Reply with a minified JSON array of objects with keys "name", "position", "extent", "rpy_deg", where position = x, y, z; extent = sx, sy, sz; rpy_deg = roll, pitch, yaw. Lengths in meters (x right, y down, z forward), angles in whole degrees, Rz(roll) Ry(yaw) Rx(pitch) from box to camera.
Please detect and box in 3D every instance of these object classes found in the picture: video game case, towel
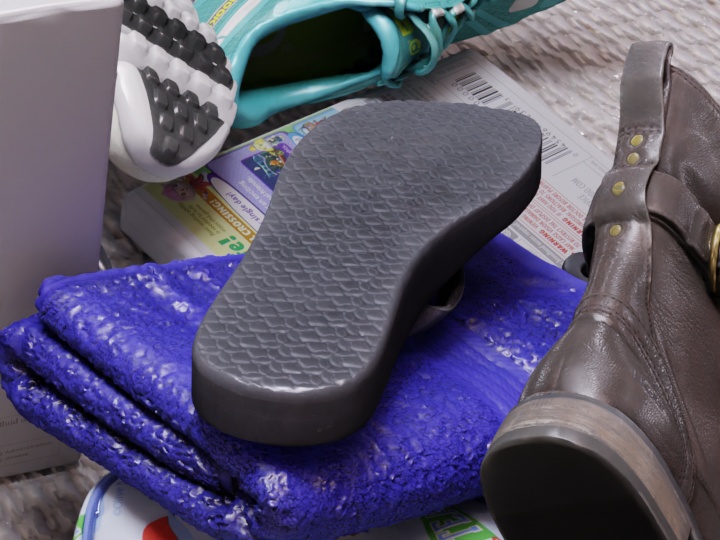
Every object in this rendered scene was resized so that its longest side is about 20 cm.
[{"name":"video game case","position":[0.040,0.003,1.071],"extent":[0.182,0.022,0.200],"rpy_deg":[-25,53,-34]},{"name":"towel","position":[-0.001,0.028,0.928],"extent":[0.200,0.050,0.147],"rpy_deg":[-13,29,-43]}]

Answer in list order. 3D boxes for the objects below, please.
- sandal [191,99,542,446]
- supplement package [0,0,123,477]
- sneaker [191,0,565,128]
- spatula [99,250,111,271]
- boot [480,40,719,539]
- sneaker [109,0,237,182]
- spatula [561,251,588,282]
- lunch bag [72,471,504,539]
[{"name":"sandal","position":[-0.001,0.000,0.903],"extent":[0.076,0.043,0.200],"rpy_deg":[14,35,20]},{"name":"supplement package","position":[-0.159,-0.035,0.937],"extent":[0.121,0.201,0.120],"rpy_deg":[-10,45,-23]},{"name":"sneaker","position":[0.019,-0.103,1.134],"extent":[0.199,0.078,0.080],"rpy_deg":[-22,36,-9]},{"name":"spatula","position":[-0.147,-0.055,1.078],"extent":[0.021,0.057,0.200],"rpy_deg":[-26,55,-29]},{"name":"boot","position":[0.107,0.050,0.893],"extent":[0.069,0.200,0.174],"rpy_deg":[-2,41,27]},{"name":"sneaker","position":[-0.106,-0.088,1.089],"extent":[0.075,0.081,0.200],"rpy_deg":[36,18,-37]},{"name":"spatula","position":[0.114,0.074,0.989],"extent":[0.056,0.021,0.201],"rpy_deg":[-9,60,-23]},{"name":"lunch bag","position":[-0.025,0.144,0.858],"extent":[0.160,0.076,0.200],"rpy_deg":[4,42,-4]}]
